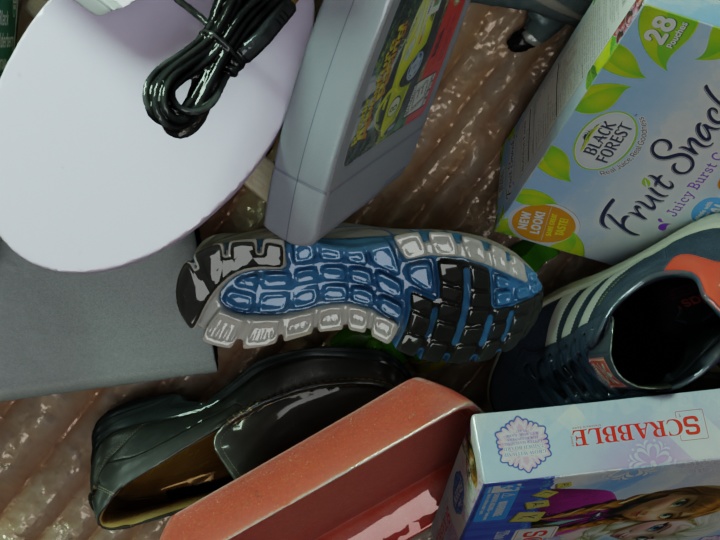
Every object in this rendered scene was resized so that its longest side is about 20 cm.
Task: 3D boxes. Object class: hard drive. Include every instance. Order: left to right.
[{"bbox_3d":[-0.188,0.003,0.962,0.199,0.033,0.140,-8,110,-2],"label":"hard drive"}]

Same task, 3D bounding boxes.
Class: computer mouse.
[{"bbox_3d":[-0.123,-0.158,0.790,0.200,0.044,0.110,37,83,14],"label":"computer mouse"}]

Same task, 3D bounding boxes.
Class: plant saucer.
[{"bbox_3d":[-0.009,0.128,0.964,0.199,0.200,0.037,-30,69,7],"label":"plant saucer"}]

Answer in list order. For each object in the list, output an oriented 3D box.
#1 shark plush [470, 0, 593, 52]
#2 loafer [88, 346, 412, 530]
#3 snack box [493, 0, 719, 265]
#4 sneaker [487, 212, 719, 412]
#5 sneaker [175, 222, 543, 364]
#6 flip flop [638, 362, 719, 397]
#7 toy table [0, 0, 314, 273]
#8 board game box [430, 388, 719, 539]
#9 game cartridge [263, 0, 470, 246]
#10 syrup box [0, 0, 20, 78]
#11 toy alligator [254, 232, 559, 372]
[{"bbox_3d":[0.099,-0.143,0.915,0.199,0.091,0.083,-5,141,-7],"label":"shark plush"},{"bbox_3d":[-0.063,0.101,0.967,0.199,0.072,0.073,-20,124,16],"label":"loafer"},{"bbox_3d":[0.182,-0.075,0.891,0.168,0.068,0.200,16,144,-11],"label":"snack box"},{"bbox_3d":[0.133,0.045,0.915,0.075,0.085,0.200,44,128,-6],"label":"sneaker"},{"bbox_3d":[0.000,0.000,0.930,0.199,0.087,0.075,6,108,-7],"label":"sneaker"},{"bbox_3d":[0.175,0.059,0.999,0.199,0.058,0.081,-10,106,19],"label":"flip flop"},{"bbox_3d":[-0.105,-0.089,0.869,0.200,0.117,0.184,-41,91,-1],"label":"toy table"},{"bbox_3d":[0.149,0.122,0.953,0.199,0.200,0.041,-6,66,-6],"label":"board game box"},{"bbox_3d":[0.012,-0.112,0.845,0.041,0.133,0.200,29,121,17],"label":"game cartridge"},{"bbox_3d":[-0.224,-0.094,0.877,0.081,0.079,0.201,7,97,-4],"label":"syrup box"},{"bbox_3d":[0.026,0.035,0.978,0.200,0.054,0.059,-26,110,5],"label":"toy alligator"}]
